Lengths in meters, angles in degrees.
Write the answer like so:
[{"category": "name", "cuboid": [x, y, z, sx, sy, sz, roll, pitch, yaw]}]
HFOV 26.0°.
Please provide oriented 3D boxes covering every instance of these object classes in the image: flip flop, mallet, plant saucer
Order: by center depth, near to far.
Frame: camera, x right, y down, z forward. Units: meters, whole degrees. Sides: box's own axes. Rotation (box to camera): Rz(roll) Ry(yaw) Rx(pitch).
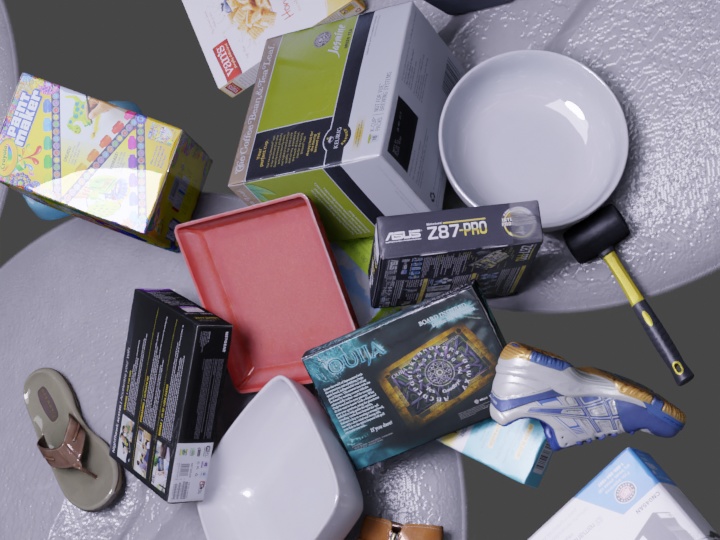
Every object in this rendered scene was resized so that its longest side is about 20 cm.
[{"category": "mallet", "cuboid": [0.287, 0.021, 1.589, 0.066, 0.041, 0.201, -40, 70, 9]}, {"category": "plant saucer", "cuboid": [-0.088, 0.023, 1.665, 0.198, 0.037, 0.202, -12, 104, 39]}, {"category": "flip flop", "cuboid": [-0.346, 0.196, 1.821, 0.081, 0.057, 0.201, -38, 65, 12]}]

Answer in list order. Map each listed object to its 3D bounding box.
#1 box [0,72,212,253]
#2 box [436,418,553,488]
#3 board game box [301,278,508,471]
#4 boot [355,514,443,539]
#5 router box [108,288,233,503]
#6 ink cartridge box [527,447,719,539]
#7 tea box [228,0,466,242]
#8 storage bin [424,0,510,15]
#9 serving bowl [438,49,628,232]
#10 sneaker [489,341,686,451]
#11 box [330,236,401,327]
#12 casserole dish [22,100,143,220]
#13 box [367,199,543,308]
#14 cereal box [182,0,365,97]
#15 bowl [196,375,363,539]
[{"category": "box", "cuboid": [-0.289, -0.117, 1.761, 0.191, 0.200, 0.123, 20, 86, 6]}, {"category": "box", "cuboid": [0.110, 0.146, 1.629, 0.199, 0.049, 0.083, 24, 88, 27]}, {"category": "board game box", "cuboid": [0.055, 0.107, 1.584, 0.198, 0.028, 0.136, -23, 100, 17]}, {"category": "boot", "cuboid": [-0.006, 0.332, 1.622, 0.198, 0.077, 0.157, 1, 79, 23]}, {"category": "router box", "cuboid": [-0.211, 0.135, 1.718, 0.149, 0.051, 0.202, 25, 107, 51]}, {"category": "ink cartridge box", "cuboid": [0.279, 0.294, 1.496, 0.145, 0.084, 0.200, -44, 65, 10]}, {"category": "tea box", "cuboid": [-0.012, -0.152, 1.666, 0.195, 0.134, 0.202, -7, 56, 32]}, {"category": "storage bin", "cuboid": [0.108, -0.362, 1.680, 0.144, 0.200, 0.136, -10, 85, 22]}, {"category": "serving bowl", "cuboid": [0.178, -0.127, 1.635, 0.198, 0.066, 0.202, 0, 70, 0]}, {"category": "sneaker", "cuboid": [0.220, 0.140, 1.540, 0.198, 0.075, 0.089, 18, 93, -6]}, {"category": "box", "cuboid": [0.000, 0.000, 1.715, 0.200, 0.048, 0.122, -49, 63, 7]}, {"category": "casserole dish", "cuboid": [-0.344, -0.139, 1.912, 0.198, 0.039, 0.122, -19, 71, 19]}, {"category": "box", "cuboid": [0.091, -0.012, 1.565, 0.159, 0.200, 0.050, -4, 74, -3]}, {"category": "cereal box", "cuboid": [-0.105, -0.317, 1.842, 0.199, 0.039, 0.145, -31, 65, 15]}, {"category": "bowl", "cuboid": [-0.079, 0.238, 1.647, 0.200, 0.074, 0.201, -52, 45, 23]}]
